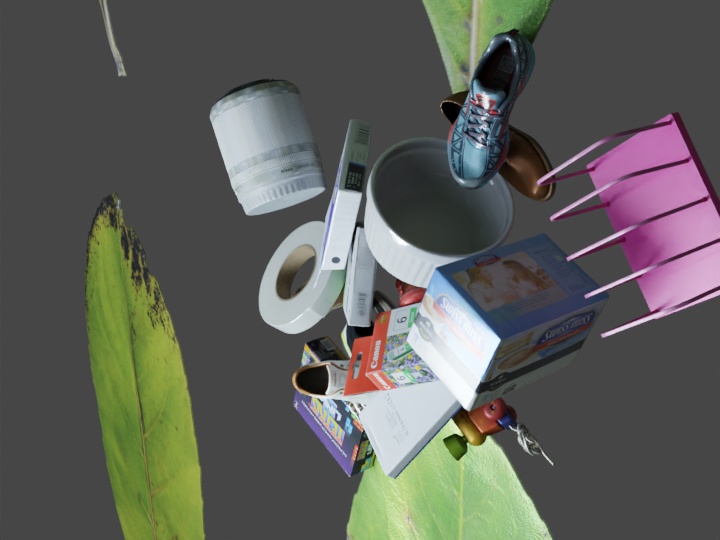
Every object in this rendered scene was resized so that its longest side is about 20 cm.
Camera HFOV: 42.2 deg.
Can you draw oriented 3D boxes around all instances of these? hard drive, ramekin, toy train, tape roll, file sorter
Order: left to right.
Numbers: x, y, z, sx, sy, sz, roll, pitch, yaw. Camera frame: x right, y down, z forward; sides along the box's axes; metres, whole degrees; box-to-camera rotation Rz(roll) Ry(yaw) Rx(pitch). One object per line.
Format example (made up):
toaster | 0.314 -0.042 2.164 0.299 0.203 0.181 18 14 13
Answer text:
tape roll | -0.099 0.011 1.605 0.202 0.037 0.204 -32 42 34
hard drive | 0.086 0.181 1.334 0.200 0.025 0.132 -50 35 15
ramekin | 0.098 -0.071 1.256 0.201 0.199 0.105 57 152 23
toy train | 0.169 0.230 1.327 0.116 0.085 0.200 -40 62 6
file sorter | 0.302 -0.044 1.026 0.139 0.125 0.201 -34 76 55

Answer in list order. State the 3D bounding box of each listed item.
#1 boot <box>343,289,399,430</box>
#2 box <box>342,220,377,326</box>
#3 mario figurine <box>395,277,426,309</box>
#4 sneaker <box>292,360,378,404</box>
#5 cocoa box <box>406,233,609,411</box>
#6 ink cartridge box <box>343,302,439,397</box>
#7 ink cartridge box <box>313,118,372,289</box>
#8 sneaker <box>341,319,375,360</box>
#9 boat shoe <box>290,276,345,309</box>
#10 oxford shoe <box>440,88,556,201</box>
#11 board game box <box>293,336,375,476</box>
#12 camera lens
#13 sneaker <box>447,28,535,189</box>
boot | 0.030 0.148 1.486 0.150 0.073 0.201 -35 76 10
box | 0.000 0.000 1.437 0.200 0.036 0.145 -126 42 -82
mario figurine | 0.094 -0.006 1.413 0.124 0.105 0.201 61 -170 -69
sneaker | -0.007 0.171 1.413 0.085 0.199 0.073 23 -117 -80
cocoa box | 0.185 0.059 1.173 0.133 0.199 0.132 49 139 31
ink cartridge box | 0.055 0.109 1.326 0.199 0.109 0.050 -15 135 30
ink cartridge box | -0.027 -0.101 1.454 0.199 0.043 0.201 -83 8 -50
sneaker | 0.029 0.144 1.550 0.200 0.071 0.083 48 138 33
boat shoe | -0.069 0.042 1.646 0.076 0.071 0.200 64 145 14
oxford shoe | 0.174 -0.158 1.215 0.200 0.071 0.072 51 138 27
board game box | -0.040 0.247 1.708 0.200 0.056 0.166 45 136 36
camera lens | -0.157 -0.212 1.586 0.160 0.159 0.201 -21 86 56
sneaker | 0.149 -0.200 1.142 0.079 0.095 0.201 18 95 17
